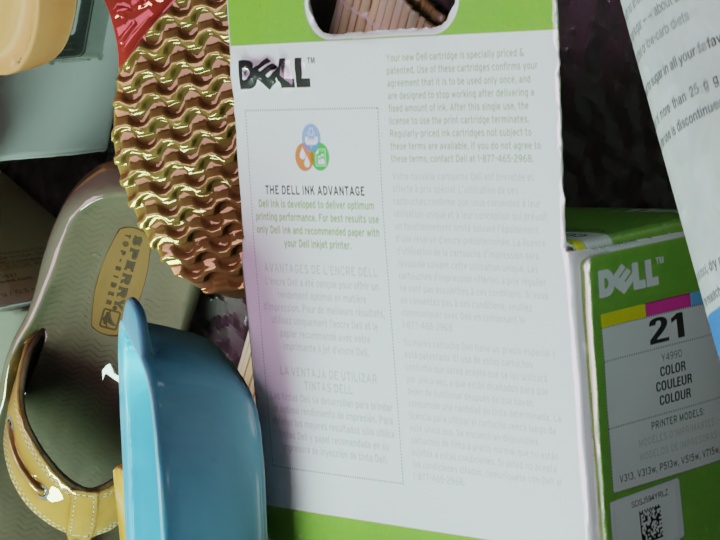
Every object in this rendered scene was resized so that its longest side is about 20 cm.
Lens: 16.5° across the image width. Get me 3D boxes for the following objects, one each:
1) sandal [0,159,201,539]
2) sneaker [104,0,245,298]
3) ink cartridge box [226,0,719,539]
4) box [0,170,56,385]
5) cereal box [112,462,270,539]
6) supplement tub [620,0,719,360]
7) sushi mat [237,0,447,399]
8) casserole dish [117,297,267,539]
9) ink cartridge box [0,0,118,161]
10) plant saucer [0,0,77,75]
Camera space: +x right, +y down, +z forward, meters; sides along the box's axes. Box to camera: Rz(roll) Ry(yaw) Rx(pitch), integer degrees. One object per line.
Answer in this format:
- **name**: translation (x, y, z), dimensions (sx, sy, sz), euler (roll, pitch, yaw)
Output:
- **sandal**: translation (-0.102, 0.057, 0.949), dimensions (0.054, 0.080, 0.201), euler (-106, 29, -66)
- **sneaker**: translation (-0.053, -0.093, 0.876), dimensions (0.074, 0.090, 0.202), euler (-10, 103, 20)
- **ink cartridge box**: translation (0.036, -0.014, 0.760), dimensions (0.147, 0.075, 0.202), euler (3, 100, 47)
- **box**: translation (-0.185, 0.005, 1.051), dimensions (0.200, 0.077, 0.096), euler (40, 126, 41)
- **cereal box**: translation (-0.013, 0.157, 0.883), dimensions (0.199, 0.039, 0.145), euler (19, 118, 47)
- **supplement tub**: translation (0.128, -0.071, 0.600), dimensions (0.132, 0.131, 0.202), euler (-24, 78, 51)
- **sushi mat**: translation (0.000, 0.000, 0.869), dimensions (0.096, 0.012, 0.201), euler (43, 128, 40)
- **casserole dish**: translation (-0.055, 0.108, 0.824), dimensions (0.121, 0.038, 0.202), euler (-134, 42, -74)
- **ink cartridge box**: translation (-0.146, -0.123, 0.988), dimensions (0.116, 0.066, 0.201), euler (39, 125, 41)
- **plant saucer**: translation (-0.155, -0.163, 0.861), dimensions (0.200, 0.032, 0.201), euler (49, 152, 39)
